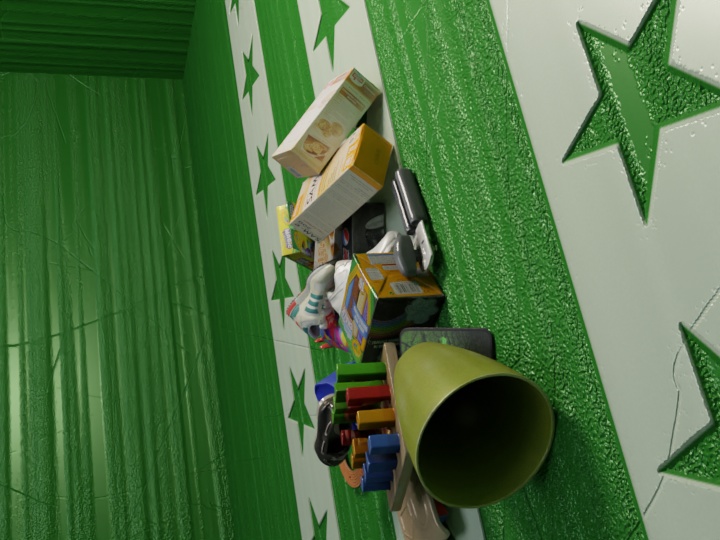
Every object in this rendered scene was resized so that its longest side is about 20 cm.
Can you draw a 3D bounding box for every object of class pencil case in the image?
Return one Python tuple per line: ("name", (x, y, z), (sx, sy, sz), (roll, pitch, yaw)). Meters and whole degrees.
("pencil case", (-0.017, 0.122, 1.488), (0.200, 0.088, 0.088), (177, 90, -69))

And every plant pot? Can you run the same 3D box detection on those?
("plant pot", (0.123, 0.178, 0.988), (0.200, 0.187, 0.187), (-134, 45, -64))

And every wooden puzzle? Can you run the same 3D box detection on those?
("wooden puzzle", (0.096, 0.381, 1.270), (0.185, 0.046, 0.200), (105, 148, -51))

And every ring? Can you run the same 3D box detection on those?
("ring", (-0.019, 0.369, 1.616), (0.200, 0.019, 0.201), (178, 90, -70))

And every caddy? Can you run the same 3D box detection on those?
("caddy", (-0.005, 0.252, 1.450), (0.141, 0.105, 0.200), (62, 157, 0))

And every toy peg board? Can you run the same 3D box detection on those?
("toy peg board", (0.013, 0.254, 1.185), (0.200, 0.098, 0.199), (96, 168, -49))

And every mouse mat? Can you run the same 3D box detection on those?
("mouse mat", (0.129, 0.184, 1.101), (0.161, 0.008, 0.200), (-4, 90, 37))

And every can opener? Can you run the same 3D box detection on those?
("can opener", (0.081, -0.084, 1.236), (0.053, 0.066, 0.200), (118, 149, -53))

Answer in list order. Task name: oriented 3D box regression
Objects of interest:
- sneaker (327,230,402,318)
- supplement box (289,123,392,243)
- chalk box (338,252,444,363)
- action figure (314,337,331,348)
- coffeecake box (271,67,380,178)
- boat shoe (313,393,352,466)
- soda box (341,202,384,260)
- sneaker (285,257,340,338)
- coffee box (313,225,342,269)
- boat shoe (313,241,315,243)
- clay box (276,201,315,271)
("sneaker", (0.000, 0.000, 1.337), (0.099, 0.078, 0.200), (42, 109, 23))
("supplement box", (-0.037, -0.158, 1.366), (0.200, 0.074, 0.126), (-39, 27, 40))
("chalk box", (0.043, 0.083, 1.265), (0.124, 0.125, 0.200), (-116, 32, -46))
("action figure", (-0.088, 0.078, 1.711), (0.065, 0.052, 0.200), (-136, 46, -68))
("coffeecake box", (-0.069, -0.280, 1.432), (0.200, 0.073, 0.154), (-54, 18, -9))
("boat shoe", (-0.048, 0.316, 1.389), (0.057, 0.067, 0.200), (48, 150, 41))
("soda box", (0.005, -0.030, 1.423), (0.063, 0.071, 0.200), (-168, 77, -69))
("sneaker", (-0.071, 0.059, 1.461), (0.093, 0.070, 0.200), (50, 133, 13))
("coffee box", (-0.041, -0.031, 1.530), (0.114, 0.080, 0.200), (-138, 49, -61))
("boat shoe", (-0.082, -0.087, 1.666), (0.069, 0.057, 0.200), (160, 106, -69))
("clay box", (-0.134, -0.076, 1.668), (0.200, 0.048, 0.115), (31, -132, -67))
